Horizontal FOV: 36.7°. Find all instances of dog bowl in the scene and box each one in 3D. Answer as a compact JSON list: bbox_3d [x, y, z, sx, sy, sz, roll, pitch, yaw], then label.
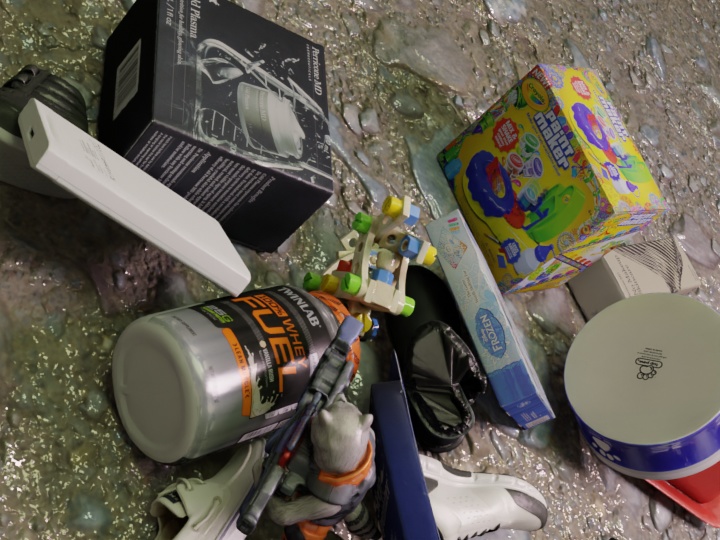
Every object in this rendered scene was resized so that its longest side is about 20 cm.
[{"bbox_3d":[0.331,0.127,1.216,0.079,0.198,0.202,56,29,-45],"label":"dog bowl"}]

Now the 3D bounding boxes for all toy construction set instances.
[{"bbox_3d":[0.000,0.000,1.046,0.091,0.200,0.132,19,83,-11],"label":"toy construction set"}]

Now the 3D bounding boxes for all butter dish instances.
[{"bbox_3d":[0.407,0.168,1.300,0.199,0.148,0.201,34,44,-17],"label":"butter dish"}]

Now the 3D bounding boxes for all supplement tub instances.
[{"bbox_3d":[-0.100,0.081,0.923,0.199,0.122,0.123,-15,71,-47],"label":"supplement tub"}]

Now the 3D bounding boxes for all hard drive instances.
[{"bbox_3d":[-0.188,-0.061,0.901,0.199,0.026,0.132,36,8,-32],"label":"hard drive"}]

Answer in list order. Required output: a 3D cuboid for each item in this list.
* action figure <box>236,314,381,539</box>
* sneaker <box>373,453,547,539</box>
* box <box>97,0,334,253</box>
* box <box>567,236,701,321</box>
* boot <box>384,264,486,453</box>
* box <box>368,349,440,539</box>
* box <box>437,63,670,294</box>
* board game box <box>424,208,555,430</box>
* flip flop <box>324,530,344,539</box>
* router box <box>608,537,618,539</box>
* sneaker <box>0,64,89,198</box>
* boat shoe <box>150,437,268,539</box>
[{"bbox_3d":[-0.015,0.144,0.854,0.104,0.194,0.201,23,61,8],"label":"action figure"},{"bbox_3d":[0.093,0.232,1.035,0.198,0.074,0.081,15,55,-23],"label":"sneaker"},{"bbox_3d":[-0.141,-0.152,1.060,0.195,0.124,0.202,20,49,-33],"label":"box"},{"bbox_3d":[0.363,0.013,1.435,0.199,0.068,0.083,-11,68,-46],"label":"box"},{"bbox_3d":[0.069,0.070,1.036,0.075,0.168,0.202,-8,73,-2],"label":"boot"},{"bbox_3d":[0.032,0.181,0.909,0.032,0.122,0.202,-6,54,-8],"label":"box"},{"bbox_3d":[0.227,-0.108,1.306,0.121,0.192,0.202,-5,64,-44],"label":"box"},{"bbox_3d":[0.138,0.058,1.138,0.200,0.043,0.201,46,22,-69],"label":"board game box"},{"bbox_3d":[0.029,0.293,0.933,0.200,0.057,0.081,44,41,-8],"label":"flip flop"},{"bbox_3d":[0.325,0.380,1.099,0.198,0.051,0.150,24,44,0],"label":"router box"},{"bbox_3d":[-0.319,-0.139,0.931,0.199,0.071,0.100,23,46,-37],"label":"sneaker"},{"bbox_3d":[-0.130,0.196,0.856,0.070,0.071,0.201,43,47,-10],"label":"boat shoe"}]
